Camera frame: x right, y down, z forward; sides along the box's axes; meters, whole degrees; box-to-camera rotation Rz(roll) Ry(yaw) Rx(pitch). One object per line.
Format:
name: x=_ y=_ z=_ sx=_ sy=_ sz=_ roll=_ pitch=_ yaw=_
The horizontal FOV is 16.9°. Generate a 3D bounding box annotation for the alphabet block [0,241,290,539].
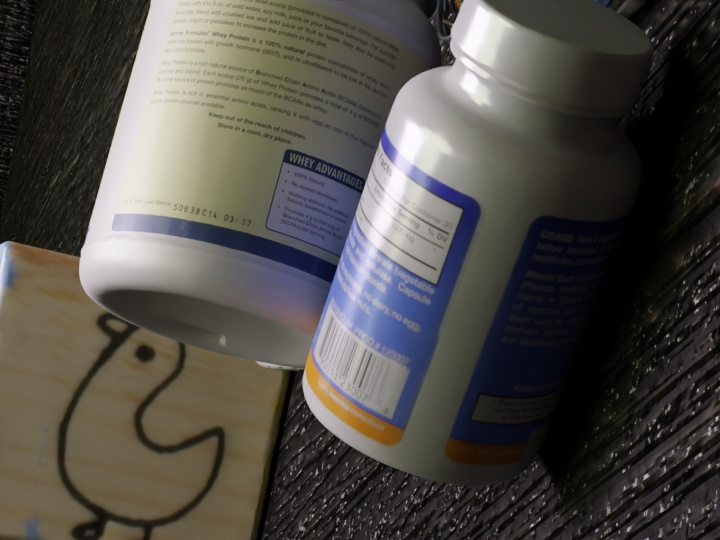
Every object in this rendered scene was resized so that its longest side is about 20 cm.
alphabet block: x=-0.171 y=0.096 z=1.615 sx=0.196 sy=0.199 sz=0.196 roll=179 pitch=102 yaw=-75

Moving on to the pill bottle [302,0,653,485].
pill bottle: x=0.054 y=-0.019 z=1.038 sx=0.112 sy=0.112 sz=0.200 roll=-109 pitch=35 yaw=-63

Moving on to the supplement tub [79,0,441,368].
supplement tub: x=-0.043 y=-0.067 z=1.160 sx=0.145 sy=0.145 sz=0.201 roll=152 pitch=134 yaw=-71

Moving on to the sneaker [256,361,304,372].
sneaker: x=0.001 y=0.000 z=1.282 sx=0.200 sy=0.077 sz=0.112 roll=171 pitch=105 yaw=-70

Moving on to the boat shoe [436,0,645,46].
boat shoe: x=0.075 y=-0.127 z=1.128 sx=0.200 sy=0.072 sz=0.072 roll=126 pitch=152 yaw=-58
